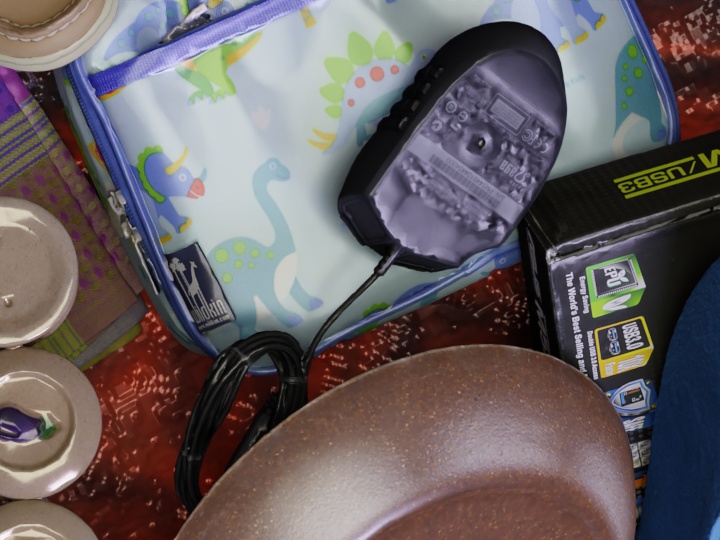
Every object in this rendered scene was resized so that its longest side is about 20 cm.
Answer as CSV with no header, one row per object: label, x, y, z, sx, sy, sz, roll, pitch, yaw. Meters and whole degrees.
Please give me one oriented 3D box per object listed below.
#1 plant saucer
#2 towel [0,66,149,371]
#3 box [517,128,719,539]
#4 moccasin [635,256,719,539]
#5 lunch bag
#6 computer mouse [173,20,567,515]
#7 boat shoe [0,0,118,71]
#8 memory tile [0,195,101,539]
plant saucer,0.018,0.118,1.005,0.200,0.037,0.201,-20,131,-24
towel,-0.167,-0.027,1.027,0.144,0.023,0.200,-41,105,-35
box,0.161,0.034,1.078,0.193,0.048,0.200,-15,125,-7
moccasin,0.140,0.060,1.024,0.068,0.081,0.200,-7,138,-19
lunch bag,-0.002,-0.066,1.058,0.200,0.082,0.161,-23,97,-9
computer mouse,0.000,0.000,1.010,0.059,0.034,0.200,37,92,-30
boat shoe,-0.159,-0.149,0.992,0.074,0.066,0.200,-43,81,-6
memory tile,-0.157,0.079,0.958,0.153,0.017,0.200,-5,81,-6
